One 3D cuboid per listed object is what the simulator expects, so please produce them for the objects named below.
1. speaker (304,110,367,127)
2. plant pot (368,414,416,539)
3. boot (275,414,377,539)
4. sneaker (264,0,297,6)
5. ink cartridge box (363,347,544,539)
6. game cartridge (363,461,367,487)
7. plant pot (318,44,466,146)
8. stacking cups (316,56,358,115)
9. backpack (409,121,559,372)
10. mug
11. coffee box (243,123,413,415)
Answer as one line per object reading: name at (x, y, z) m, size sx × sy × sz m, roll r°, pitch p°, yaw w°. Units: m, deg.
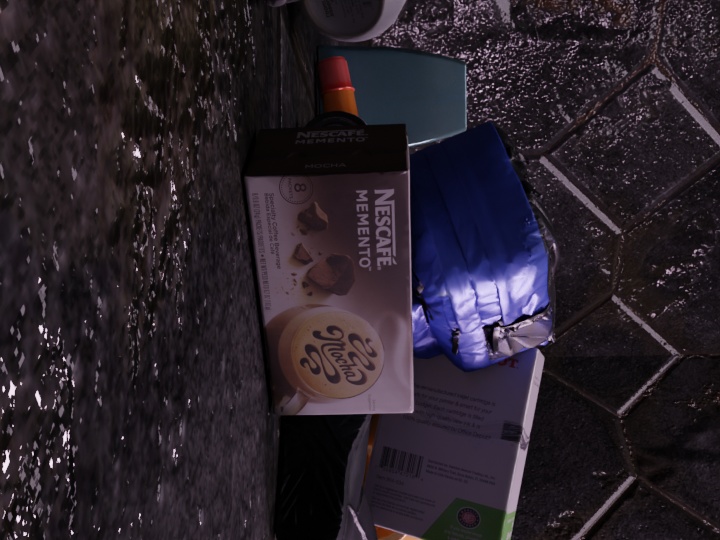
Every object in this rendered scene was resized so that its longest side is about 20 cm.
speaker at (-0.020, -0.095, 0.938) m, size 0.200 × 0.079 × 0.083 m, roll 82°, pitch 7°, yaw -72°
plant pot at (0.041, 0.279, 1.120) m, size 0.183 × 0.196 × 0.205 m, roll 6°, pitch 82°, yaw -72°
boot at (-0.022, 0.186, 0.753) m, size 0.169 × 0.075 × 0.203 m, roll 79°, pitch 17°, yaw -55°
sneaker at (-0.035, -0.257, 0.656) m, size 0.201 × 0.080 × 0.076 m, roll -87°, pitch 175°, yaw -59°
ink cartridge box at (0.094, 0.164, 0.845) m, size 0.084 × 0.143 × 0.204 m, roll 35°, pitch 67°, yaw -68°
game cartridge at (-0.005, 0.210, 0.951) m, size 0.176 × 0.032 × 0.205 m, roll 91°, pitch -4°, yaw -84°
plant pot at (0.046, -0.235, 1.169) m, size 0.141 × 0.195 × 0.145 m, roll -77°, pitch 166°, yaw -79°
stacking cups at (-0.016, -0.166, 1.074) m, size 0.061 × 0.059 × 0.205 m, roll 41°, pitch 41°, yaw -86°
backpack at (0.088, -0.011, 0.740) m, size 0.201 × 0.165 × 0.165 m, roll 74°, pitch -7°, yaw -62°
mug at (-0.020, -0.316, 0.835) m, size 0.150 × 0.184 × 0.155 m, roll -47°, pitch -158°, yaw 44°
coffee box at (-0.017, 0.003, 0.625) m, size 0.080 × 0.110 × 0.204 m, roll -86°, pitch 175°, yaw -60°
